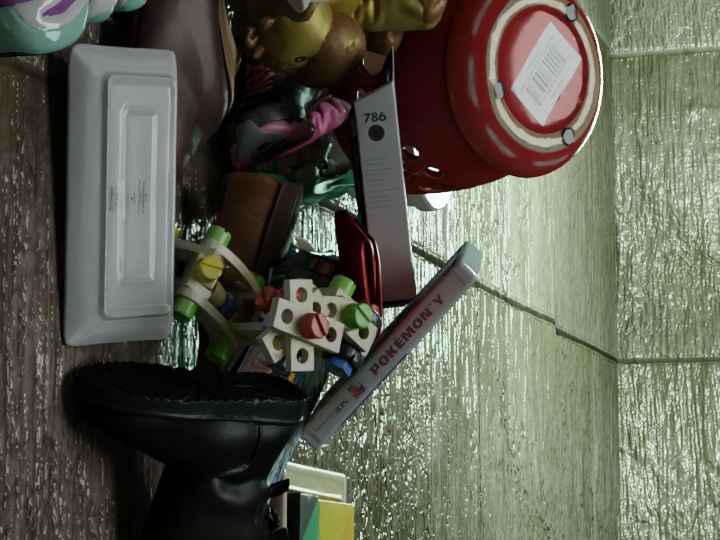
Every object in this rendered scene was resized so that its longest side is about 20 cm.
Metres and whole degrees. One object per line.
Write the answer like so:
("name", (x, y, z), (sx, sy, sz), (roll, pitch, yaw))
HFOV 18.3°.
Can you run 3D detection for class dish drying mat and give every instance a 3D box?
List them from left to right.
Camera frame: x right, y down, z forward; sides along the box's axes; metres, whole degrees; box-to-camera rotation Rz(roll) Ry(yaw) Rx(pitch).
("dish drying mat", (0.000, 0.000, 1.697), (0.200, 0.018, 0.077), (-128, -148, -80))

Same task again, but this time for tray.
("tray", (-0.155, -0.050, 1.506), (0.107, 0.022, 0.201), (-3, 95, -53))

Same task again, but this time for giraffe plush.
("giraffe plush", (-0.037, -0.217, 1.779), (0.173, 0.199, 0.162), (108, 2, -46))

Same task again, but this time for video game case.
("video game case", (0.027, 0.055, 1.775), (0.023, 0.182, 0.200), (42, 7, -1))

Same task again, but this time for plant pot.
("plant pot", (0.094, -0.170, 1.940), (0.200, 0.182, 0.201), (2, 87, -39))

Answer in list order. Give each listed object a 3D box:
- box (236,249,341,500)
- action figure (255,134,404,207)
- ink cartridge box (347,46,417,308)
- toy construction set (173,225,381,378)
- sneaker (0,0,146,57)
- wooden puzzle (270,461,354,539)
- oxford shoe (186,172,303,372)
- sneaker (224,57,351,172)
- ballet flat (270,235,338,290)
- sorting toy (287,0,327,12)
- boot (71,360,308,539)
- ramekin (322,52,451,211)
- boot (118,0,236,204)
("box", (-0.069, 0.100, 1.728), (0.137, 0.040, 0.200), (98, 13, -45))
("action figure", (-0.048, -0.073, 1.836), (0.055, 0.118, 0.200), (65, 18, 2))
("ink cartridge box", (0.015, -0.071, 1.772), (0.099, 0.039, 0.201), (121, -35, -84))
("toy construction set", (-0.064, 0.025, 1.571), (0.131, 0.200, 0.092), (44, 75, -33))
("sneaker", (-0.187, -0.226, 1.408), (0.200, 0.077, 0.140), (-57, 142, -65))
("wooden puzzle", (-0.039, 0.262, 1.929), (0.200, 0.037, 0.186), (31, 57, -71))
("oxford shoe", (-0.105, 0.021, 1.698), (0.071, 0.071, 0.201), (95, 12, -78))
("sneaker", (-0.074, -0.142, 1.838), (0.096, 0.079, 0.200), (64, 18, -3))
("ballet flat", (-0.065, 0.000, 1.837), (0.200, 0.073, 0.073), (9, 79, -62))
("sorting toy", (-0.074, -0.274, 1.632), (0.180, 0.107, 0.200), (59, 15, -4))
("boot", (-0.128, 0.151, 1.543), (0.198, 0.073, 0.163), (7, 106, -42))
("ramekin", (0.026, -0.156, 2.119), (0.202, 0.094, 0.203), (-2, 90, -74))
("boot", (-0.144, -0.164, 1.564), (0.167, 0.072, 0.200), (-71, 148, -43))
